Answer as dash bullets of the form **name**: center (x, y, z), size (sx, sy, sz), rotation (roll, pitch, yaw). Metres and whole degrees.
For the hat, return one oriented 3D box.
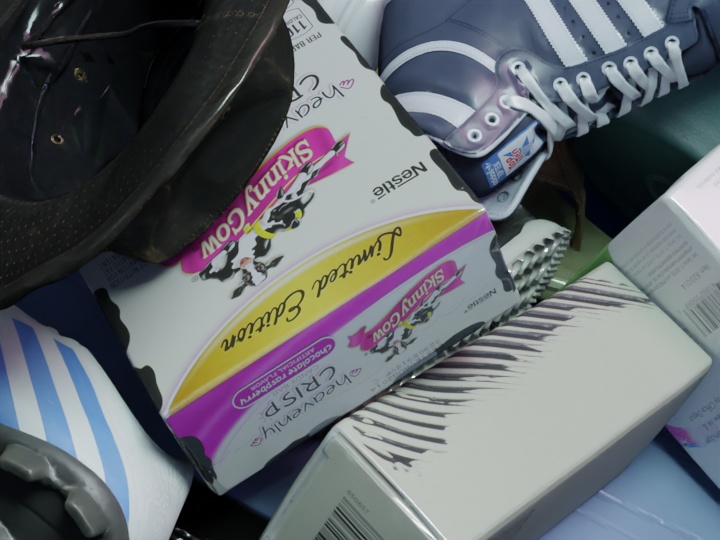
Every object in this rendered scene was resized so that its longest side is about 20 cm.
- **hat**: center (-0.078, -0.060, 0.629), size (0.081, 0.200, 0.201), rotation (44, 25, -43)

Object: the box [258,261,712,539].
- **box**: center (0.055, 0.072, 0.725), size (0.068, 0.082, 0.200), rotation (45, 39, 15)

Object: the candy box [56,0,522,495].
- **candy box**: center (-0.048, -0.031, 0.694), size (0.136, 0.061, 0.200), rotation (-33, 51, -5)

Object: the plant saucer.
- **plant saucer**: center (0.165, -0.045, 0.877), size (0.200, 0.200, 0.036), rotation (38, 80, 6)

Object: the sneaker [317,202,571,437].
- **sneaker**: center (0.000, 0.000, 0.780), size (0.099, 0.070, 0.200), rotation (41, 35, 20)

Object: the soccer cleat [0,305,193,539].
- **soccer cleat**: center (-0.145, 0.037, 0.645), size (0.200, 0.070, 0.086), rotation (42, 25, 6)

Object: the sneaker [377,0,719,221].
- **sneaker**: center (0.098, -0.081, 0.759), size (0.199, 0.070, 0.109), rotation (1, 63, 22)

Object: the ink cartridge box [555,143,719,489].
- **ink cartridge box**: center (0.192, 0.048, 0.789), size (0.067, 0.117, 0.200), rotation (-37, 84, -30)

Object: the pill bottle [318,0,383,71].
- **pill bottle**: center (-0.070, -0.162, 0.857), size (0.199, 0.112, 0.112), rotation (28, 39, -5)

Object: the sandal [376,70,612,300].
- **sandal**: center (0.067, -0.059, 0.887), size (0.080, 0.057, 0.201), rotation (-17, 61, -44)
